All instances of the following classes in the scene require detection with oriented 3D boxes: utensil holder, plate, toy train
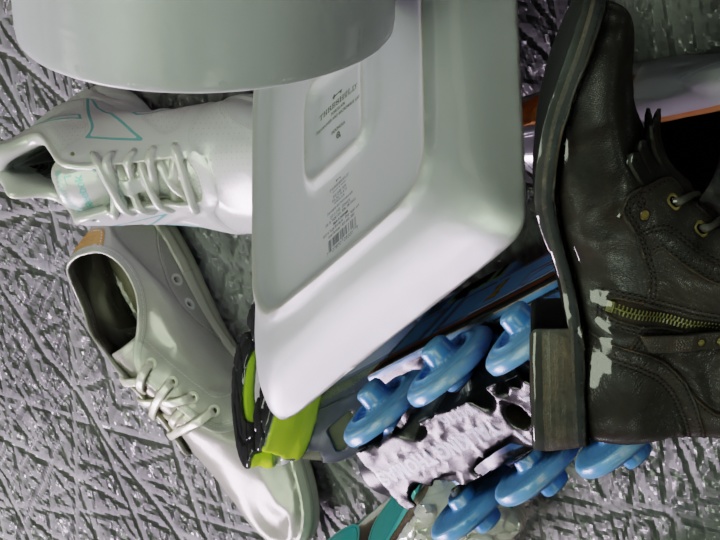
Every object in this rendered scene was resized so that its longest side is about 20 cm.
[{"bbox_3d":[-0.063,-0.190,1.144,0.170,0.170,0.201,21,122,40],"label":"utensil holder"},{"bbox_3d":[0.001,-0.063,1.232,0.199,0.032,0.201,-39,44,48],"label":"plate"},{"bbox_3d":[0.075,0.042,1.232,0.087,0.114,0.200,48,141,-9],"label":"toy train"}]

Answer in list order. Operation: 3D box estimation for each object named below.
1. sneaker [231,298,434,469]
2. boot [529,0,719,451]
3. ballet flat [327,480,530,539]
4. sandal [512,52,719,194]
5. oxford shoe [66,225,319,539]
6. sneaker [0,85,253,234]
[{"bbox_3d":[0.000,0.000,1.335,0.074,0.081,0.201,-127,50,-57],"label":"sneaker"},{"bbox_3d":[0.151,-0.010,1.092,0.173,0.069,0.201,1,112,4],"label":"boot"},{"bbox_3d":[0.023,0.146,1.392,0.072,0.072,0.200,55,147,10],"label":"ballet flat"},{"bbox_3d":[0.125,-0.052,1.153,0.206,0.079,0.059,-8,102,48],"label":"sandal"},{"bbox_3d":[-0.089,0.058,1.474,0.075,0.058,0.200,-34,86,49],"label":"oxford shoe"},{"bbox_3d":[-0.100,-0.045,1.411,0.200,0.080,0.071,6,113,45],"label":"sneaker"}]
